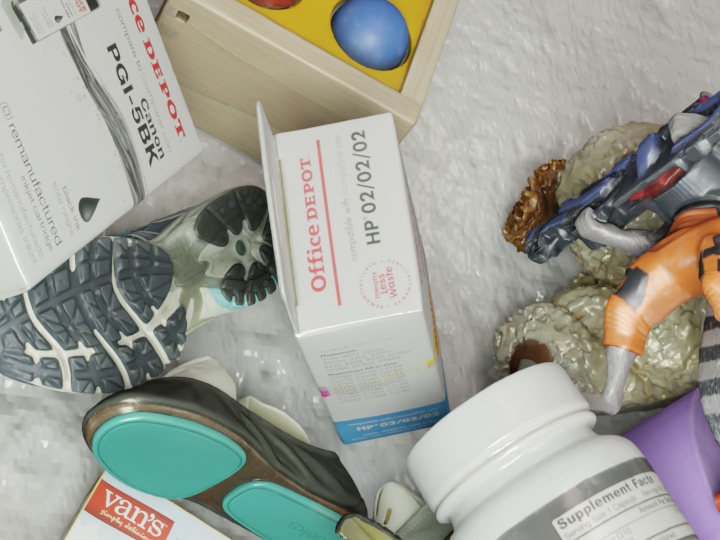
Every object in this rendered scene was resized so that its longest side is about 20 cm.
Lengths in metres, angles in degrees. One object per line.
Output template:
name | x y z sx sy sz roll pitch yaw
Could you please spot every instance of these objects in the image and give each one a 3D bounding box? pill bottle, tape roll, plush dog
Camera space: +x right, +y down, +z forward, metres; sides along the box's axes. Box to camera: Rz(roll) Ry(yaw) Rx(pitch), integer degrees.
pill bottle | 0.112 0.153 0.816 0.112 0.113 0.201 -19 66 -33
tape roll | 0.217 0.165 0.934 0.200 0.065 0.201 43 27 -27
plush dog | 0.180 -0.008 1.024 0.160 0.198 0.174 13 62 -60

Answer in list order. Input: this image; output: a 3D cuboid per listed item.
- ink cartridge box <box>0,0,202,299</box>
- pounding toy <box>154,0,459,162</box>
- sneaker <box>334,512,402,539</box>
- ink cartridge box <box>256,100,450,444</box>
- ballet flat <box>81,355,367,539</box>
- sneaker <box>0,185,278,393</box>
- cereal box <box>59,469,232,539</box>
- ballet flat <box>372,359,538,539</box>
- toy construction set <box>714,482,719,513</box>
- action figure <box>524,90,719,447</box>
ink cartridge box | -0.169 -0.083 0.807 0.148 0.082 0.200 70 25 -16
pounding toy | -0.032 -0.188 1.012 0.183 0.142 0.201 28 54 -11
sneaker | 0.029 0.214 0.814 0.088 0.077 0.201 -28 82 -10
ink cartridge box | 0.000 0.000 0.887 0.067 0.200 0.116 -11 64 4
ballet flat | -0.071 0.090 0.858 0.200 0.068 0.069 38 30 -45
sneaker | -0.125 0.017 0.880 0.199 0.086 0.078 -22 96 -48
cereal box | -0.112 0.213 0.813 0.143 0.040 0.201 33 53 -6
ballet flat | 0.044 0.126 0.915 0.064 0.068 0.200 40 68 16
toy construction set | 0.249 0.130 0.865 0.132 0.092 0.200 53 13 -5
action figure | 0.168 -0.007 0.908 0.104 0.200 0.195 30 61 -16
